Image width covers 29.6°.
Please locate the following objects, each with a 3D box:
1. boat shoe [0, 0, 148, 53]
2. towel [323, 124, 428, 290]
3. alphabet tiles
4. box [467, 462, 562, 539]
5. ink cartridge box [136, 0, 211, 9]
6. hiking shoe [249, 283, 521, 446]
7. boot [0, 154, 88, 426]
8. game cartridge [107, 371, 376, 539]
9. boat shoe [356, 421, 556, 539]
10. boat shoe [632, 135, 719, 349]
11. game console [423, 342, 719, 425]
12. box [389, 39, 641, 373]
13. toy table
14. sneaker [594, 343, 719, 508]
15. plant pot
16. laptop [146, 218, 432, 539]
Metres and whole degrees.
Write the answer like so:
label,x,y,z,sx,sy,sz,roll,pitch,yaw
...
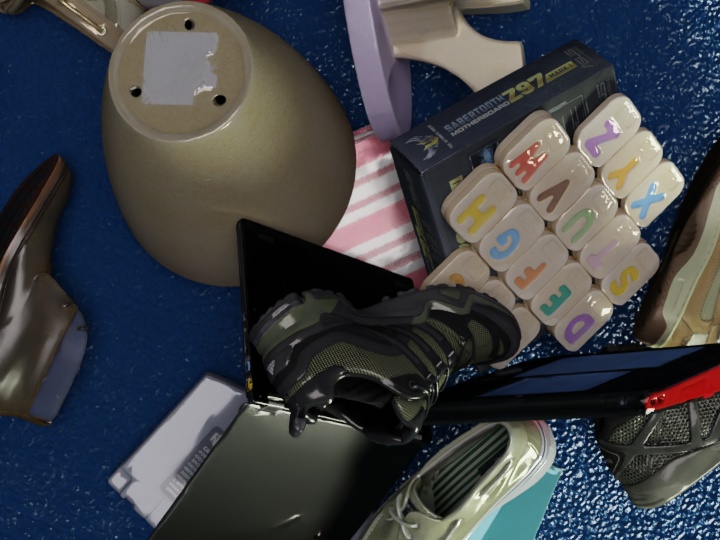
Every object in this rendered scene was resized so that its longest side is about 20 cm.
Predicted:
label,x,y,z,sx,sy,sz,roll,pitch,yaw
boat shoe,-0.254,-0.223,1.010,0.199,0.072,0.065,25,89,-8
towel,0.000,0.000,1.049,0.145,0.030,0.201,-23,95,-2
alphabet tiles,0.139,-0.022,0.956,0.196,0.015,0.200,-44,134,3
box,0.086,0.227,1.030,0.049,0.082,0.201,22,91,-4
ink cartridge box,-0.123,-0.303,0.955,0.148,0.085,0.201,45,71,-37
hiking shoe,0.026,0.068,0.884,0.199,0.076,0.101,-1,60,-30
boot,-0.244,0.019,1.030,0.097,0.075,0.201,30,78,-29
game cartridge,-0.077,0.180,1.045,0.200,0.042,0.133,44,85,-3
boat shoe,0.052,0.167,0.976,0.200,0.062,0.072,-47,53,18
boat shoe,0.275,-0.020,1.025,0.076,0.072,0.201,26,77,1
game console,0.153,0.077,0.931,0.199,0.176,0.031,-9,88,41
box,0.118,-0.042,0.975,0.157,0.051,0.201,-31,131,-11
toy table,0.055,-0.201,0.979,0.116,0.184,0.202,-6,104,13
sneaker,0.260,0.080,1.036,0.199,0.076,0.115,-36,99,4
plant pot,-0.104,-0.102,0.933,0.185,0.200,0.189,-1,78,5
laptop,-0.051,0.095,0.964,0.115,0.187,0.202,-21,64,35
